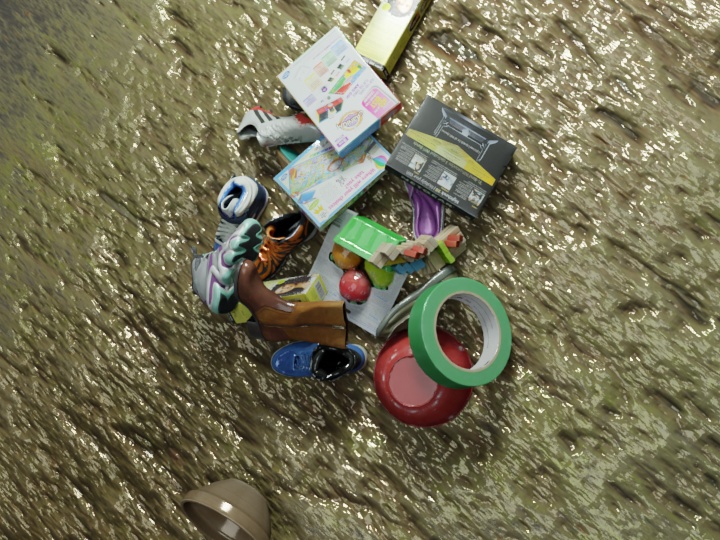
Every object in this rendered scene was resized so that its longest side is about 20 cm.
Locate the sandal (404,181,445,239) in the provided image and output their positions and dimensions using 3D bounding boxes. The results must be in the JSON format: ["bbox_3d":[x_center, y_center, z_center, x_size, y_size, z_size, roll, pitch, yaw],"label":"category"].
[{"bbox_3d":[0.127,-0.147,1.495,0.082,0.050,0.203,-11,84,14],"label":"sandal"}]

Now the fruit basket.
[{"bbox_3d":[0.000,0.000,1.516,0.185,0.094,0.200,28,110,15],"label":"fruit basket"}]

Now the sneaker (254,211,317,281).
[{"bbox_3d":[-0.180,-0.053,1.539,0.200,0.112,0.078,-45,77,8],"label":"sneaker"}]

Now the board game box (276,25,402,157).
[{"bbox_3d":[-0.041,-0.340,1.467,0.153,0.040,0.200,-38,80,5],"label":"board game box"}]

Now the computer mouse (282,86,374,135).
[{"bbox_3d":[-0.057,-0.321,1.559,0.200,0.046,0.141,-1,83,3],"label":"computer mouse"}]

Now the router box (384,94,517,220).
[{"bbox_3d":[0.169,-0.212,1.454,0.200,0.052,0.157,31,86,1],"label":"router box"}]

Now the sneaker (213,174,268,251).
[{"bbox_3d":[-0.264,-0.098,1.546,0.081,0.146,0.200,28,94,15],"label":"sneaker"}]

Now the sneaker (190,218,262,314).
[{"bbox_3d":[-0.281,-0.028,1.510,0.140,0.078,0.200,30,99,33],"label":"sneaker"}]

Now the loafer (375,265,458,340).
[{"bbox_3d":[0.116,0.072,1.462,0.200,0.075,0.070,-39,85,-4],"label":"loafer"}]

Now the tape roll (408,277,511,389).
[{"bbox_3d":[0.183,0.114,1.403,0.200,0.048,0.201,8,73,-26],"label":"tape roll"}]

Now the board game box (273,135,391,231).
[{"bbox_3d":[-0.050,-0.191,1.490,0.200,0.034,0.134,-42,82,-8],"label":"board game box"}]

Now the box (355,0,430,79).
[{"bbox_3d":[0.065,-0.485,1.514,0.075,0.050,0.200,28,89,15],"label":"box"}]

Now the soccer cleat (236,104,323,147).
[{"bbox_3d":[-0.162,-0.278,1.547,0.200,0.069,0.085,19,63,30],"label":"soccer cleat"}]

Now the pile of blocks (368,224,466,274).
[{"bbox_3d":[0.118,-0.027,1.434,0.200,0.062,0.082,-15,100,-19],"label":"pile of blocks"}]

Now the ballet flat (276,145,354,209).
[{"bbox_3d":[-0.100,-0.176,1.558,0.200,0.068,0.072,32,114,10],"label":"ballet flat"}]

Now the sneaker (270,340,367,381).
[{"bbox_3d":[-0.094,0.176,1.505,0.200,0.111,0.077,-1,87,15],"label":"sneaker"}]

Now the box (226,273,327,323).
[{"bbox_3d":[-0.170,0.057,1.525,0.200,0.075,0.050,-10,118,27],"label":"box"}]

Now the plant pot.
[{"bbox_3d":[-0.246,0.479,1.518,0.201,0.201,0.093,26,53,15],"label":"plant pot"}]

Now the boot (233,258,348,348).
[{"bbox_3d":[-0.126,0.064,1.421,0.200,0.068,0.188,4,120,21],"label":"boot"}]

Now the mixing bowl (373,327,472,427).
[{"bbox_3d":[0.110,0.204,1.452,0.200,0.108,0.200,-1,87,14],"label":"mixing bowl"}]
